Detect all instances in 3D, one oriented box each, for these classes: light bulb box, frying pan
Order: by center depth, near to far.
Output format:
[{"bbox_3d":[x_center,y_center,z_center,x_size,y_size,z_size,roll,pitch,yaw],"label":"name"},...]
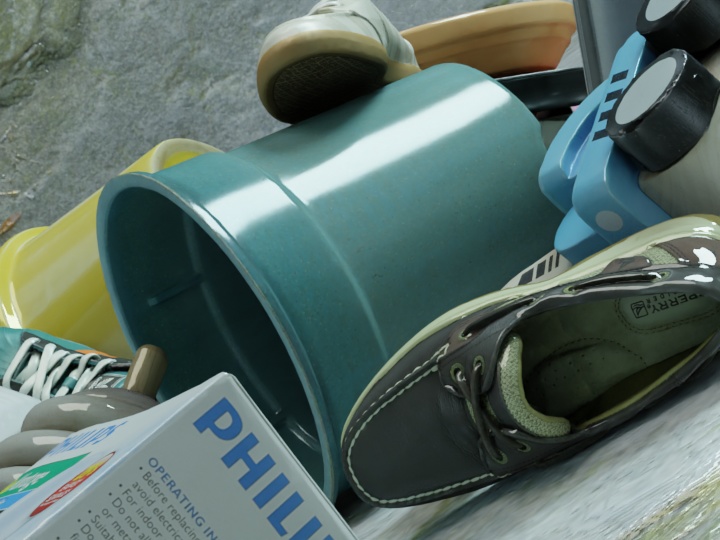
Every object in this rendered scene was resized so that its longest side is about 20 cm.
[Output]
[{"bbox_3d":[-0.115,0.155,0.775,0.200,0.125,0.198,-40,7,-26],"label":"light bulb box"},{"bbox_3d":[0.132,-0.111,1.224,0.189,0.031,0.115,-8,4,-2],"label":"frying pan"}]

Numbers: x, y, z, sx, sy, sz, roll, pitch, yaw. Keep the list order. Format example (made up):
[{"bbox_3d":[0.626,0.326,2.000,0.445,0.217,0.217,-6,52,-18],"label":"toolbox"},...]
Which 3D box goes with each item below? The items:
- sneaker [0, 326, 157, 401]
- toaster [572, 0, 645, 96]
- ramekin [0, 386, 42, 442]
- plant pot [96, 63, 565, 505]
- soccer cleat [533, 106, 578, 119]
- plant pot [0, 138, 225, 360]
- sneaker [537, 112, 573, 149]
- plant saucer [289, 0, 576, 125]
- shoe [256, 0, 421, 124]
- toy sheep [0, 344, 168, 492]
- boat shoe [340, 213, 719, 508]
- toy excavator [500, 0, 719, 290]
[{"bbox_3d":[-0.150,0.074,1.223,0.072,0.199,0.080,-61,-17,-23],"label":"sneaker"},{"bbox_3d":[0.204,-0.148,1.045,0.199,0.119,0.181,-1,25,33],"label":"toaster"},{"bbox_3d":[-0.222,0.150,1.149,0.094,0.204,0.202,8,23,17],"label":"ramekin"},{"bbox_3d":[0.000,0.000,1.094,0.195,0.201,0.200,-29,3,-25],"label":"plant pot"},{"bbox_3d":[0.140,-0.086,1.317,0.068,0.074,0.200,21,42,32],"label":"soccer cleat"},{"bbox_3d":[-0.136,0.025,1.368,0.189,0.201,0.201,-46,1,25],"label":"plant pot"},{"bbox_3d":[0.144,-0.052,1.215,0.199,0.085,0.075,-11,4,-1],"label":"sneaker"},{"bbox_3d":[0.043,-0.120,1.336,0.199,0.038,0.200,-15,-4,-1],"label":"plant saucer"},{"bbox_3d":[-0.016,-0.114,1.134,0.070,0.054,0.200,-27,-9,12],"label":"shoe"},{"bbox_3d":[-0.135,0.127,1.054,0.138,0.137,0.201,-28,43,52],"label":"toy sheep"},{"bbox_3d":[0.069,0.042,0.859,0.200,0.072,0.066,-29,3,21],"label":"boat shoe"},{"bbox_3d":[0.109,-0.014,0.941,0.200,0.100,0.195,-35,25,46],"label":"toy excavator"}]
